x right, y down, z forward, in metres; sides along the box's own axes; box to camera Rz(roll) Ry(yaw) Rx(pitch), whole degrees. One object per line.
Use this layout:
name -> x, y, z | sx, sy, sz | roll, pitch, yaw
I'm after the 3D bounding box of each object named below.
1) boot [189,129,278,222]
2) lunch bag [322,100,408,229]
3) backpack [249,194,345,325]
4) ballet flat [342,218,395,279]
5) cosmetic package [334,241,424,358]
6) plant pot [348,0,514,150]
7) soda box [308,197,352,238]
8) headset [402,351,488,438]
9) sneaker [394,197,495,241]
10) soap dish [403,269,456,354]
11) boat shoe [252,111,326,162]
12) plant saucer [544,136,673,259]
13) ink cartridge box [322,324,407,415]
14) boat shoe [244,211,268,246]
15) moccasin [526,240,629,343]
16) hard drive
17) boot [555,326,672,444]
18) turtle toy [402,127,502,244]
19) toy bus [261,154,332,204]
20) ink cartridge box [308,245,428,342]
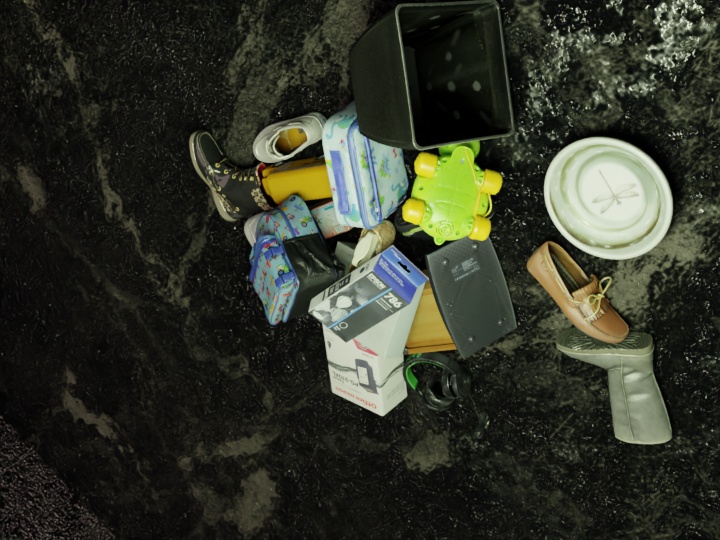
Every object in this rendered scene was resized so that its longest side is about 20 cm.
boot -> -0.246, -0.194, 1.804 | 0.150, 0.073, 0.201 | -3, 116, 40
lunch bag -> 0.008, -0.180, 1.545 | 0.082, 0.161, 0.201 | 8, 122, 31
backpack -> -0.134, -0.028, 1.653 | 0.201, 0.134, 0.183 | 65, 155, 20
ballet flat -> 0.000, 0.000, 1.609 | 0.070, 0.065, 0.201 | 28, 108, 34
cosmetic package -> 0.016, 0.051, 1.671 | 0.200, 0.051, 0.152 | 30, 110, 41
plant pot -> 0.090, -0.284, 1.370 | 0.177, 0.199, 0.201 | 1, 102, 54
soda box -> -0.081, -0.094, 1.744 | 0.199, 0.068, 0.064 | -17, 105, 44
headset -> 0.167, 0.238, 1.755 | 0.200, 0.094, 0.123 | 36, 139, -11
sneaker -> 0.153, -0.093, 1.577 | 0.199, 0.072, 0.083 | -6, 149, 36
soap dish -> 0.131, 0.078, 1.683 | 0.199, 0.081, 0.158 | -11, 111, 43
boat shoe -> -0.146, -0.239, 1.693 | 0.199, 0.070, 0.071 | -10, 111, 45
plant saucer -> 0.379, -0.115, 1.374 | 0.199, 0.050, 0.201 | 20, 129, 26
ink cartridge box -> 0.009, 0.175, 1.838 | 0.144, 0.084, 0.201 | 20, 130, 37
boat shoe -> -0.160, -0.032, 1.858 | 0.068, 0.072, 0.201 | -28, 91, 46
moccasin -> 0.363, 0.034, 1.481 | 0.202, 0.073, 0.078 | 52, 146, 11
hard drive -> 0.188, 0.036, 1.579 | 0.042, 0.134, 0.201 | 18, 132, 64
boot -> 0.432, 0.197, 1.545 | 0.181, 0.073, 0.201 | 8, 130, 37
turtle toy -> 0.147, -0.139, 1.461 | 0.145, 0.201, 0.101 | 15, 178, -6
toy bus -> -0.103, -0.169, 1.698 | 0.199, 0.078, 0.065 | -5, 116, 34
ink cartridge box -> 0.013, 0.044, 1.567 | 0.200, 0.039, 0.099 | -35, 117, 30
